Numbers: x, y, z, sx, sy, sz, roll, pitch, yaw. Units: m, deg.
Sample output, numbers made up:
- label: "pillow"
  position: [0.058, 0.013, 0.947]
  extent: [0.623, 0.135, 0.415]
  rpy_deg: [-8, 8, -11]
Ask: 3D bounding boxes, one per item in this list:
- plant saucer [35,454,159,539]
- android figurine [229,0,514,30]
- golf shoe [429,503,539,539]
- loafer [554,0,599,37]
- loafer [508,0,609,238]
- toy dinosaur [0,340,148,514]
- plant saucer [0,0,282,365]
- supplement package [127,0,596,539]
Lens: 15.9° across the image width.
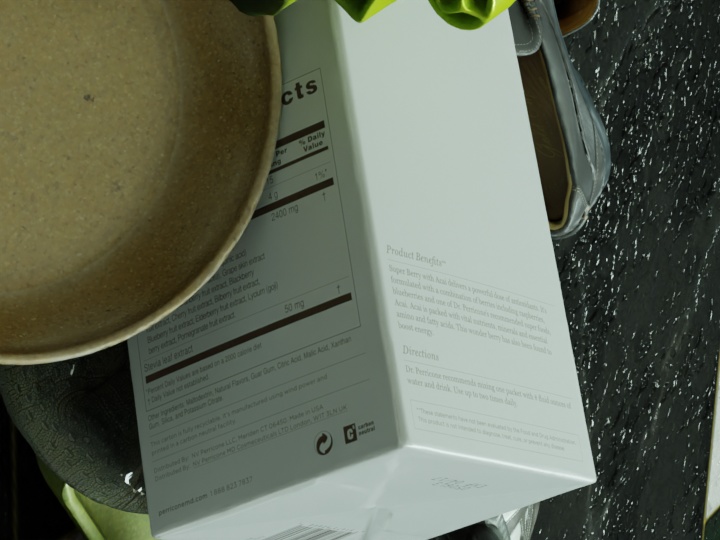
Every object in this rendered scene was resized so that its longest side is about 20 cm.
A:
- label: "plant saucer"
  position: [-0.067, 0.059, 1.123]
  extent: [0.201, 0.048, 0.200]
  rpy_deg: [-60, 150, -26]
- label: "android figurine"
  position: [0.000, -0.161, 0.904]
  extent: [0.200, 0.182, 0.041]
  rpy_deg: [-36, 167, -42]
- label: "golf shoe"
  position: [0.061, 0.100, 1.384]
  extent: [0.095, 0.077, 0.201]
  rpy_deg: [-50, 149, -71]
- label: "loafer"
  position: [0.087, -0.136, 1.297]
  extent: [0.200, 0.072, 0.073]
  rpy_deg: [-34, 131, -54]
- label: "loafer"
  position: [0.056, -0.107, 1.160]
  extent: [0.201, 0.072, 0.072]
  rpy_deg: [58, 13, -15]
- label: "toy dinosaur"
  position: [-0.101, 0.039, 0.972]
  extent: [0.102, 0.077, 0.201]
  rpy_deg: [-34, 104, -38]
- label: "plant saucer"
  position: [-0.124, -0.067, 0.867]
  extent: [0.199, 0.035, 0.202]
  rpy_deg: [4, 82, -25]
- label: "supplement package"
  position: [-0.009, -0.007, 0.947]
  extent: [0.121, 0.119, 0.201]
  rpy_deg: [15, 60, -50]
